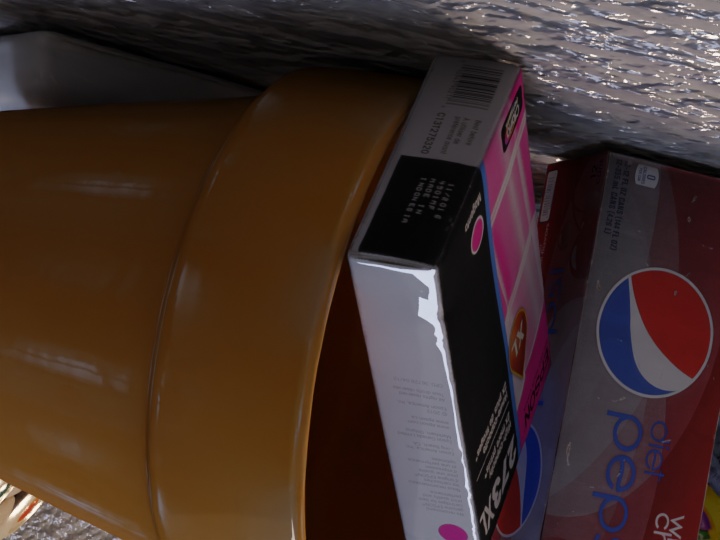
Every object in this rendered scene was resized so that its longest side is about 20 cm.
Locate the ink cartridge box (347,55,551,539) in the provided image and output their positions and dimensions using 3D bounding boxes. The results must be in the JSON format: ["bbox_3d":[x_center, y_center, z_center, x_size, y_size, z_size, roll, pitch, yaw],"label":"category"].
[{"bbox_3d":[0.036,0.030,0.723,0.037,0.095,0.200,10,140,16],"label":"ink cartridge box"}]

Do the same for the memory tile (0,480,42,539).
[{"bbox_3d":[-0.147,0.075,1.010,0.017,0.200,0.153,40,-163,6],"label":"memory tile"}]

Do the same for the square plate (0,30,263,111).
[{"bbox_3d":[-0.092,-0.058,0.887,0.198,0.029,0.200,15,172,-33],"label":"square plate"}]

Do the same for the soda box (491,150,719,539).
[{"bbox_3d":[0.098,0.059,0.811,0.070,0.201,0.063,13,175,-17],"label":"soda box"}]

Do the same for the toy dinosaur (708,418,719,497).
[{"bbox_3d":[0.178,0.052,1.047,0.200,0.105,0.182,38,165,14],"label":"toy dinosaur"}]

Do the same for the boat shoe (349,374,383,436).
[{"bbox_3d":[0.050,0.010,0.894,0.200,0.069,0.071,-28,174,-37],"label":"boat shoe"}]

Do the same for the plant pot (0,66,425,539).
[{"bbox_3d":[-0.068,0.019,0.751,0.183,0.201,0.200,10,174,18],"label":"plant pot"}]

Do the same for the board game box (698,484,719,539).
[{"bbox_3d":[0.126,0.141,1.072,0.199,0.047,0.151,5,-159,-16],"label":"board game box"}]
